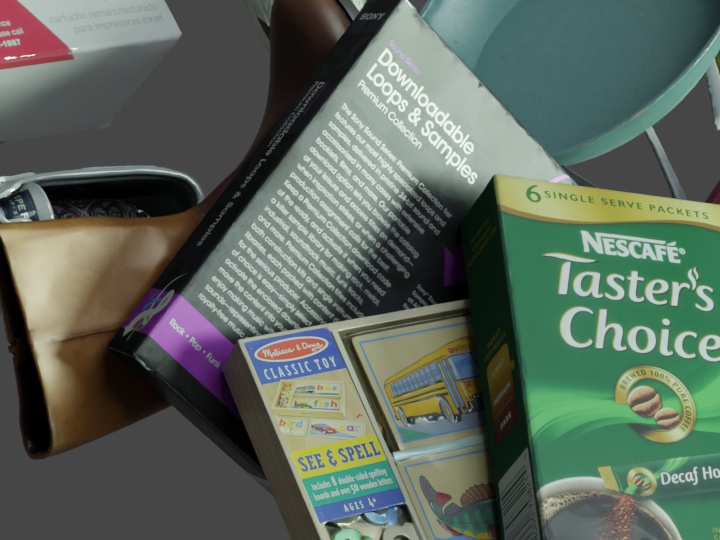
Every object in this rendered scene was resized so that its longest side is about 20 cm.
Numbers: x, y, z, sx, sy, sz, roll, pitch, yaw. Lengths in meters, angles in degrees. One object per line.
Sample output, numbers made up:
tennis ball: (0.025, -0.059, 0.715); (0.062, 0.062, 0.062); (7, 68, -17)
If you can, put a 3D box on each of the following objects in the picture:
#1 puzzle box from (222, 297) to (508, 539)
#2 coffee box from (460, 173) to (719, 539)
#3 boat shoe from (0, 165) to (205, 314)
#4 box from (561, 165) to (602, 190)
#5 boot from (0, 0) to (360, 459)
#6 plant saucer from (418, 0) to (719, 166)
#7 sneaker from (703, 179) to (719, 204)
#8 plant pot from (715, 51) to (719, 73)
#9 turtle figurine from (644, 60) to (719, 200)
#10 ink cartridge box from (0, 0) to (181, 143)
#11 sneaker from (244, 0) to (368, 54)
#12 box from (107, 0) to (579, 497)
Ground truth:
puzzle box: (0.053, 0.074, 1.062); (0.199, 0.025, 0.134); (-10, 61, -29)
coffee box: (0.113, 0.056, 1.055); (0.122, 0.044, 0.201); (8, 54, -17)
boat shoe: (-0.155, -0.013, 1.102); (0.199, 0.069, 0.072); (-2, 61, -38)
box: (0.180, 0.030, 1.232); (0.158, 0.049, 0.200); (34, 2, 30)
boot: (-0.078, -0.028, 1.108); (0.199, 0.068, 0.190); (-11, 105, -32)
plant saucer: (0.112, -0.119, 1.253); (0.036, 0.199, 0.201); (48, 36, -38)
sneaker: (0.224, -0.017, 1.341); (0.087, 0.074, 0.200); (33, 6, 4)
plant pot: (0.336, -0.142, 1.446); (0.200, 0.193, 0.201); (34, 29, -22)
turtle figurine: (0.162, -0.150, 1.376); (0.195, 0.199, 0.144); (-62, 150, -15)
ink cartridge box: (-0.195, -0.162, 1.168); (0.147, 0.086, 0.201); (-14, 71, -42)
sneaker: (-0.028, -0.196, 1.273); (0.075, 0.088, 0.202); (-6, 91, -4)
box: (0.000, 0.000, 1.101); (0.143, 0.036, 0.200); (45, 75, -27)
